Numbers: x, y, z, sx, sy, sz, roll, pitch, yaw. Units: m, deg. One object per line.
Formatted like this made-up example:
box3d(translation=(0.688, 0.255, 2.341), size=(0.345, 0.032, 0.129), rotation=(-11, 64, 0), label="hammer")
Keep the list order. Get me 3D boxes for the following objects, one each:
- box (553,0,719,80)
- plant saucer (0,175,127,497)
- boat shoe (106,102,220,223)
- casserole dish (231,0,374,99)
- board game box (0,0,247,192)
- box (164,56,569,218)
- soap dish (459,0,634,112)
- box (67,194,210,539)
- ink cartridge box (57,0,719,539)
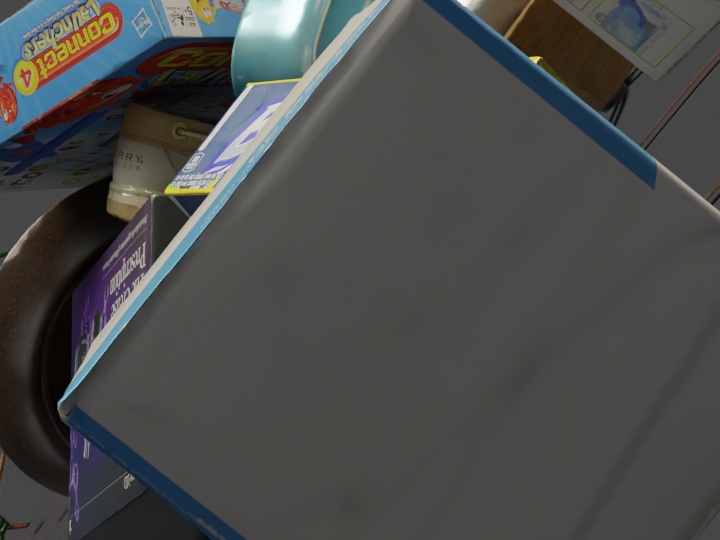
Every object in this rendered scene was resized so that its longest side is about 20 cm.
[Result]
box3d(translation=(0.089, -0.194, 1.021), size=(0.101, 0.200, 0.113), rotation=(-46, 8, 50), label="box")
box3d(translation=(-0.113, 0.042, 1.387), size=(0.200, 0.200, 0.032), rotation=(-52, 34, -3), label="plant saucer")
box3d(translation=(-0.032, -0.060, 1.272), size=(0.074, 0.200, 0.069), rotation=(20, 111, 56), label="boat shoe")
box3d(translation=(0.001, -0.124, 1.231), size=(0.039, 0.121, 0.200), rotation=(-3, 51, 35), label="casserole dish")
box3d(translation=(-0.105, -0.104, 1.298), size=(0.196, 0.056, 0.200), rotation=(-27, -13, 38), label="board game box")
box3d(translation=(0.009, -0.036, 1.013), size=(0.200, 0.064, 0.070), rotation=(0, 48, 54), label="box")
box3d(translation=(0.105, -0.140, 1.182), size=(0.200, 0.081, 0.157), rotation=(-55, 5, -22), label="soap dish")
box3d(translation=(-0.090, 0.056, 1.237), size=(0.200, 0.079, 0.141), rotation=(140, 129, -68), label="box")
box3d(translation=(0.015, 0.016, 0.633), size=(0.125, 0.129, 0.200), rotation=(-52, 6, 1), label="ink cartridge box")
